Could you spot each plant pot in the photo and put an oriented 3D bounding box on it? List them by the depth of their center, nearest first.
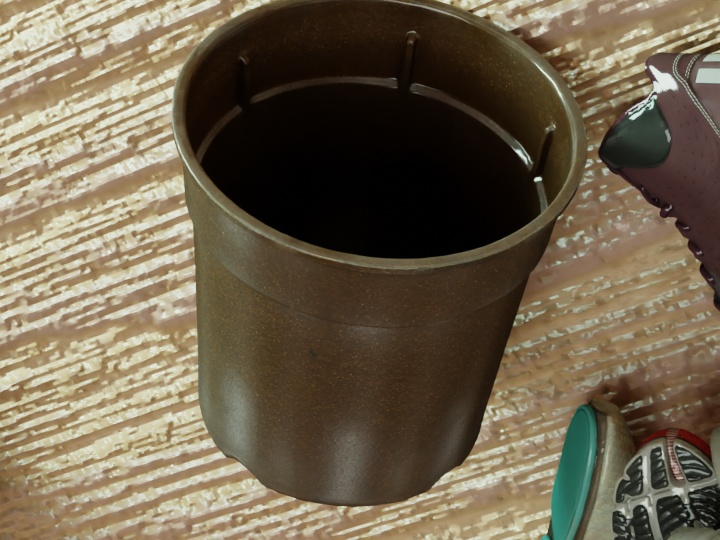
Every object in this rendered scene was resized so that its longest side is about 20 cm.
[{"bbox_3d":[0.000,0.000,1.435,0.200,0.200,0.198,20,134,13],"label":"plant pot"}]

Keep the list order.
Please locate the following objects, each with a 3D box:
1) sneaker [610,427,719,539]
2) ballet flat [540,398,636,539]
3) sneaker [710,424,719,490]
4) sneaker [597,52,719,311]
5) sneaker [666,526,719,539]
[{"bbox_3d":[0.192,0.149,1.493,0.077,0.085,0.200,-15,124,28],"label":"sneaker"},{"bbox_3d":[0.128,0.145,1.552,0.062,0.067,0.200,5,131,-11],"label":"ballet flat"},{"bbox_3d":[0.267,0.117,1.436,0.106,0.075,0.200,-32,127,31],"label":"sneaker"},{"bbox_3d":[0.176,-0.023,1.413,0.115,0.076,0.200,11,122,34],"label":"sneaker"},{"bbox_3d":[0.186,0.195,1.442,0.092,0.076,0.200,22,140,28],"label":"sneaker"}]
